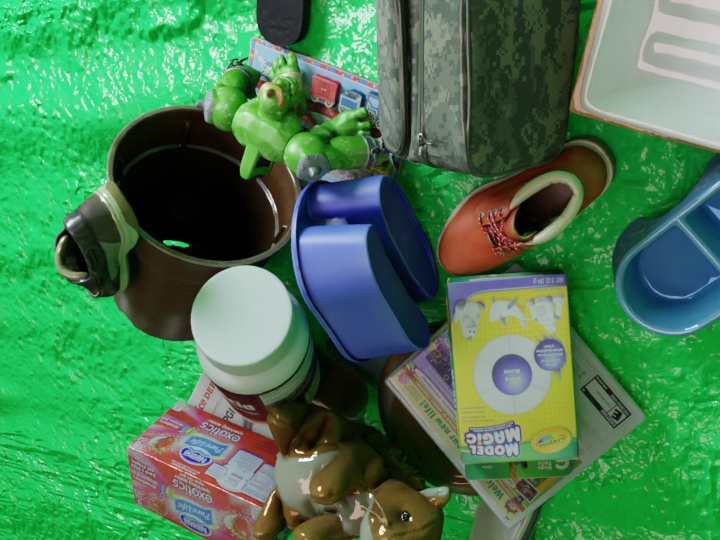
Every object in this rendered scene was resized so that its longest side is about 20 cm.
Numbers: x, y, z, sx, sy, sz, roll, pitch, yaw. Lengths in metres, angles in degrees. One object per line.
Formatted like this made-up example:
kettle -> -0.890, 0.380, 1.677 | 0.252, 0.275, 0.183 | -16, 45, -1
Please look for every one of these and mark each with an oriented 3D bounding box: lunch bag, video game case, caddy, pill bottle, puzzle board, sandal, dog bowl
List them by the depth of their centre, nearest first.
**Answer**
dog bowl -> 0.300, -0.020, 0.656 | 0.112, 0.049, 0.200 | 47, 126, 3
lunch bag -> 0.081, -0.186, 0.657 | 0.167, 0.137, 0.204 | 26, 126, 51
sandal -> -0.078, -0.320, 0.741 | 0.075, 0.043, 0.204 | 9, 116, 26
caddy -> 0.000, 0.000, 0.766 | 0.103, 0.143, 0.201 | -8, 135, 25
video game case -> 0.153, 0.127, 0.779 | 0.182, 0.022, 0.201 | -42, 89, 10
pill bottle -> -0.104, 0.080, 0.785 | 0.113, 0.115, 0.201 | 30, 160, 15
puzzle board -> -0.045, -0.142, 0.819 | 0.197, 0.017, 0.153 | 25, 122, 19

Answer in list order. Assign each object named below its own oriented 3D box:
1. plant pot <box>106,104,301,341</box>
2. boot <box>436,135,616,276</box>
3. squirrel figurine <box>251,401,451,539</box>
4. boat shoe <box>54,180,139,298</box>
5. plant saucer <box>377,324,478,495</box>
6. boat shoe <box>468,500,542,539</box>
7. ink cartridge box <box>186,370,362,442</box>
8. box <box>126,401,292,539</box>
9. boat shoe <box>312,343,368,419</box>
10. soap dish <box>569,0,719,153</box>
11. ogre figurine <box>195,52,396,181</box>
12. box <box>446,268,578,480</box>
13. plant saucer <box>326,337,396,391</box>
plant pot -> -0.185, -0.036, 0.843 | 0.200, 0.200, 0.199 | 41, 140, 6
boot -> 0.133, -0.045, 0.707 | 0.075, 0.107, 0.199 | 51, 128, -3
squirrel figurine -> 0.015, 0.225, 0.787 | 0.184, 0.199, 0.145 | 15, 94, 32
boat shoe -> -0.254, -0.019, 0.722 | 0.073, 0.065, 0.201 | 60, 151, 6
plant saucer -> 0.104, 0.160, 0.838 | 0.196, 0.035, 0.205 | 6, 106, 22
boat shoe -> 0.167, 0.317, 0.892 | 0.061, 0.073, 0.203 | 9, 118, -23
ink cartridge box -> -0.116, 0.192, 0.970 | 0.199, 0.083, 0.148 | 39, 126, 8
box -> -0.167, 0.248, 0.914 | 0.196, 0.100, 0.097 | 16, 121, 23
boat shoe -> -0.075, 0.111, 0.916 | 0.198, 0.073, 0.065 | 32, 162, 15
soap dish -> 0.260, -0.200, 0.577 | 0.155, 0.081, 0.204 | 20, 120, 20
ogre figurine -> -0.069, -0.142, 0.749 | 0.200, 0.120, 0.098 | 47, 127, 2
box -> 0.146, 0.106, 0.744 | 0.115, 0.048, 0.205 | -5, 96, 9
plant saucer -> 0.046, 0.125, 0.888 | 0.199, 0.019, 0.071 | 36, 125, 10
